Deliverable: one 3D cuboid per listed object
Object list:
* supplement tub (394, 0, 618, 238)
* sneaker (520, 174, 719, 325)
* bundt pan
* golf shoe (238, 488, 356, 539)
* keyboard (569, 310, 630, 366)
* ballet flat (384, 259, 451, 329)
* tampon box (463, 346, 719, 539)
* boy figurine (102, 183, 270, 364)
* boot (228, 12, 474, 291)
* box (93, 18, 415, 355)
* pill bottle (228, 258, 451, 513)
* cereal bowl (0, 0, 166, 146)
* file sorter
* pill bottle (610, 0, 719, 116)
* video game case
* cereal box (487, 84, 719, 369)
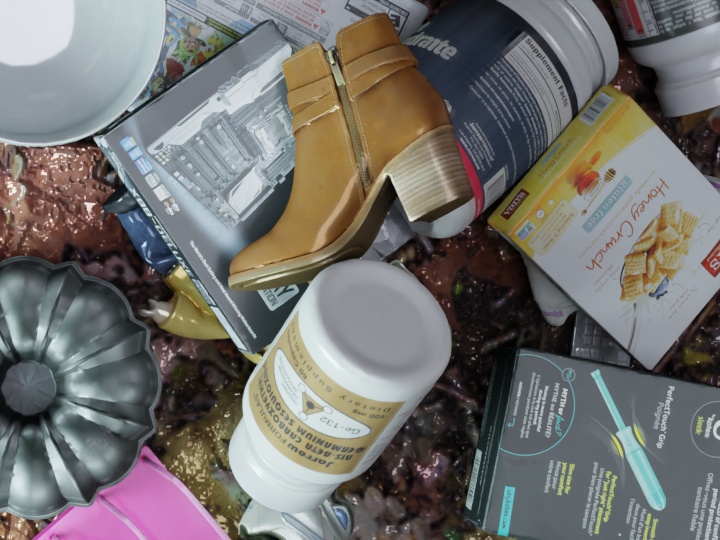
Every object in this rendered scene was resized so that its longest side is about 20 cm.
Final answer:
[{"bbox_3d":[0.089,-0.134,1.695,0.200,0.140,0.140,-42,105,-21],"label":"supplement tub"},{"bbox_3d":[0.221,-0.020,1.798,0.200,0.075,0.100,-21,117,-18],"label":"sneaker"},{"bbox_3d":[-0.246,0.086,1.621,0.202,0.076,0.202,0,86,-6],"label":"bundt pan"},{"bbox_3d":[-0.024,0.250,1.715,0.097,0.078,0.200,-38,96,-34],"label":"golf shoe"},{"bbox_3d":[0.193,0.126,1.822,0.056,0.011,0.200,7,92,-18],"label":"keyboard"},{"bbox_3d":[0.000,0.000,1.734,0.200,0.067,0.062,52,50,-18],"label":"ballet flat"},{"bbox_3d":[0.198,0.150,1.740,0.200,0.126,0.150,12,88,-4],"label":"tampon box"},{"bbox_3d":[-0.114,0.005,1.687,0.124,0.064,0.200,-41,101,-14],"label":"boy figurine"},{"bbox_3d":[-0.030,-0.083,1.585,0.200,0.077,0.155,-28,79,18],"label":"boot"},{"bbox_3d":[-0.078,-0.062,1.637,0.158,0.050,0.200,-35,101,-12],"label":"box"},{"bbox_3d":[-0.023,0.092,1.610,0.114,0.200,0.114,15,49,-18],"label":"pill bottle"},{"bbox_3d":[-0.248,-0.192,1.618,0.200,0.083,0.200,-1,95,-18],"label":"cereal bowl"},{"bbox_3d":[-0.183,0.256,1.648,0.200,0.125,0.139,-41,105,-11],"label":"file sorter"},{"bbox_3d":[0.257,-0.233,1.762,0.116,0.116,0.200,-23,101,-15],"label":"pill bottle"},{"bbox_3d":[-0.069,-0.170,1.711,0.200,0.022,0.182,27,86,-19],"label":"video game case"},{"bbox_3d":[0.211,-0.032,1.718,0.144,0.040,0.200,-50,124,-1],"label":"cereal box"}]
